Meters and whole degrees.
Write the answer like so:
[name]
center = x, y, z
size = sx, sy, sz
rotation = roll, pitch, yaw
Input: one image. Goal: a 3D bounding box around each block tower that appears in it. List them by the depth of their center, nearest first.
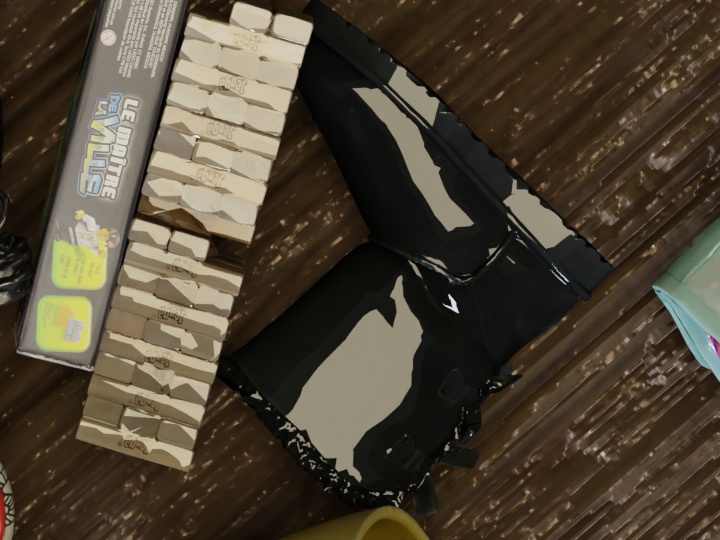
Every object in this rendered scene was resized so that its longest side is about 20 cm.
[block tower]
center = -0.072, -0.019, 1.177
size = 0.054, 0.058, 0.201
rotation = 16, 98, -3

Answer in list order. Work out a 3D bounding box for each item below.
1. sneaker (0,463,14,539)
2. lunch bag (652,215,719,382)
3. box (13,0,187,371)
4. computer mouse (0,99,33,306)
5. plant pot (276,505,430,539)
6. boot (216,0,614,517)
[sneaker]
center = -0.196, 0.042, 1.170
size = 0.067, 0.108, 0.203
rotation = -14, 96, -13
[lunch bag]
center = 0.246, 0.022, 1.228
size = 0.170, 0.122, 0.200
rotation = -42, 103, -3
[box]
center = -0.110, -0.062, 1.178
size = 0.034, 0.110, 0.201
rotation = 14, 91, -9
[computer mouse]
center = -0.204, -0.066, 1.171
size = 0.137, 0.053, 0.201
rotation = -1, 66, 2
[plant pot]
center = -0.042, 0.210, 1.180
size = 0.141, 0.200, 0.202
rotation = -7, 95, 18
[boot]
center = 0.000, -0.001, 1.221
size = 0.198, 0.073, 0.163
rotation = 44, 93, -6
